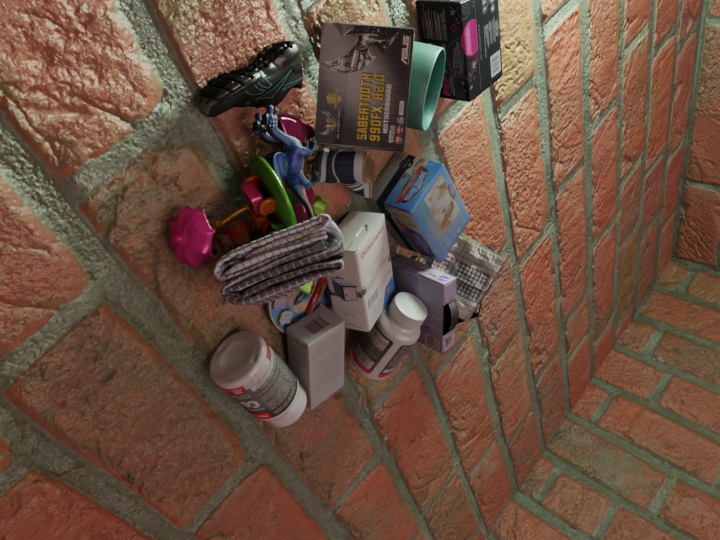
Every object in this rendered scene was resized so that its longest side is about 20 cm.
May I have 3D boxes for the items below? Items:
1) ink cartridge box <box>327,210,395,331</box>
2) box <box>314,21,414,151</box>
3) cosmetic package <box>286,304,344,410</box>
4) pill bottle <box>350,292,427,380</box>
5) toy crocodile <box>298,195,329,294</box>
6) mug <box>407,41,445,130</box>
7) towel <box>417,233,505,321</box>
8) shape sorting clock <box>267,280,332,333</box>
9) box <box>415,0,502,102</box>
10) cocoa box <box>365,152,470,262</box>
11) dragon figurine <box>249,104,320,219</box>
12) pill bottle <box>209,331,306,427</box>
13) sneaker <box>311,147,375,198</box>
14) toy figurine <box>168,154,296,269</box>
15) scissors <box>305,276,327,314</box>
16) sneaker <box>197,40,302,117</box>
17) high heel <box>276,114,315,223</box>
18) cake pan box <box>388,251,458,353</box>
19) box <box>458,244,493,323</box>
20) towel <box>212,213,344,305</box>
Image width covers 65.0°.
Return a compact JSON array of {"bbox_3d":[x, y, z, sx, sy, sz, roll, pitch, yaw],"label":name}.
[{"bbox_3d":[0.000,0.000,1.165,0.147,0.085,0.201,-54,143,-45],"label":"ink cartridge box"},{"bbox_3d":[0.006,-0.311,0.969,0.048,0.157,0.201,-88,-177,-81],"label":"box"},{"bbox_3d":[-0.091,0.183,1.176,0.101,0.071,0.201,-31,139,-35],"label":"cosmetic package"},{"bbox_3d":[0.066,0.145,1.269,0.110,0.111,0.200,-11,143,-45],"label":"pill bottle"},{"bbox_3d":[-0.092,-0.049,1.035,0.067,0.062,0.201,37,46,-34],"label":"toy crocodile"},{"bbox_3d":[0.087,-0.348,1.081,0.185,0.114,0.153,57,51,-75],"label":"mug"},{"bbox_3d":[0.229,0.009,1.383,0.199,0.035,0.193,27,106,-10],"label":"towel"},{"bbox_3d":[-0.106,0.035,1.131,0.199,0.039,0.201,-25,126,-38],"label":"shape sorting clock"},{"bbox_3d":[0.206,-0.473,1.159,0.132,0.114,0.201,-42,137,-27],"label":"box"},{"bbox_3d":[0.131,-0.136,1.235,0.134,0.131,0.200,-55,140,-12],"label":"cocoa box"},{"bbox_3d":[-0.122,-0.163,0.915,0.099,0.059,0.201,-10,106,-28],"label":"dragon figurine"},{"bbox_3d":[-0.187,0.213,1.074,0.114,0.114,0.200,-50,138,-18],"label":"pill bottle"},{"bbox_3d":[-0.031,-0.187,1.083,0.200,0.108,0.071,33,61,-82],"label":"sneaker"},{"bbox_3d":[-0.216,-0.064,0.917,0.183,0.150,0.200,-29,155,-19],"label":"toy figurine"},{"bbox_3d":[-0.067,0.002,1.053,0.073,0.014,0.201,-55,169,-53],"label":"scissors"},{"bbox_3d":[-0.160,-0.281,0.878,0.200,0.075,0.080,-41,138,-26],"label":"sneaker"},{"bbox_3d":[-0.124,-0.163,0.977,0.096,0.067,0.201,-2,106,-58],"label":"high heel"},{"bbox_3d":[0.132,0.072,1.291,0.052,0.199,0.185,-29,127,-35],"label":"cake pan box"},{"bbox_3d":[0.257,0.033,1.500,0.163,0.086,0.201,-10,116,-46],"label":"box"},{"bbox_3d":[-0.115,-0.005,0.890,0.199,0.086,0.166,-21,175,0],"label":"towel"}]
